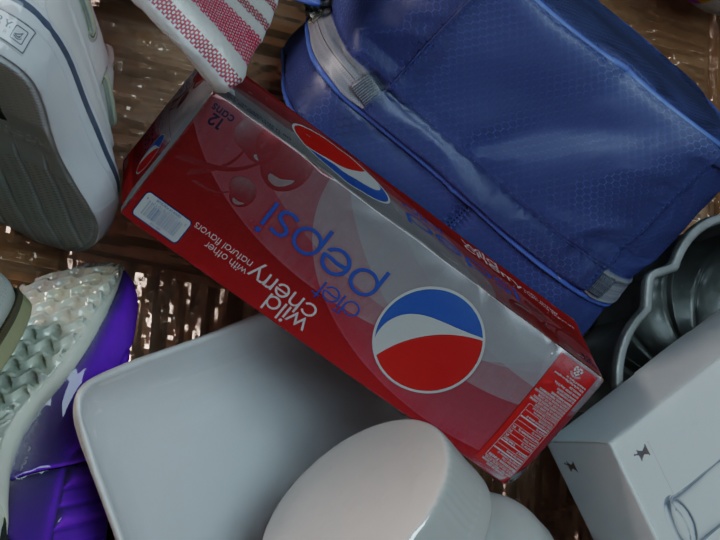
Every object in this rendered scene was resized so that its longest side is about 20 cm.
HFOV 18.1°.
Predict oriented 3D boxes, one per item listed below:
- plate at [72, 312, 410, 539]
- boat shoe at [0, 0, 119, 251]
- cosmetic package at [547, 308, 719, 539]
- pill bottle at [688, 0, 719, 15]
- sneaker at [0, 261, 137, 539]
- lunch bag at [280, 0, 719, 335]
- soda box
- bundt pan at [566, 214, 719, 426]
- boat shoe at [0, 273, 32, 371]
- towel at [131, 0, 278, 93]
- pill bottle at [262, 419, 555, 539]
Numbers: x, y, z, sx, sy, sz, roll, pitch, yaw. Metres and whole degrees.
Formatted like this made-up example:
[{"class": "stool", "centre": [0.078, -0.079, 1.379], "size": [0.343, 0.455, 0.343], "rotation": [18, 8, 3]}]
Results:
[{"class": "plate", "centre": [-0.028, 0.114, 0.948], "size": [0.199, 0.032, 0.201], "rotation": [-24, 100, -45]}, {"class": "boat shoe", "centre": [-0.120, -0.070, 0.882], "size": [0.073, 0.200, 0.067], "rotation": [23, 70, 4]}, {"class": "cosmetic package", "centre": [0.186, 0.121, 0.991], "size": [0.151, 0.052, 0.200], "rotation": [-34, 105, -27]}, {"class": "pill bottle", "centre": [0.165, -0.195, 1.113], "size": [0.200, 0.104, 0.104], "rotation": [34, 65, -17]}, {"class": "sneaker", "centre": [-0.130, 0.092, 0.916], "size": [0.100, 0.069, 0.201], "rotation": [54, 43, -36]}, {"class": "lunch bag", "centre": [0.053, -0.069, 0.993], "size": [0.200, 0.136, 0.132], "rotation": [37, 105, -14]}, {"class": "soda box", "centre": [0.000, 0.000, 0.911], "size": [0.200, 0.070, 0.063], "rotation": [37, 102, -15]}, {"class": "bundt pan", "centre": [0.174, 0.069, 1.059], "size": [0.201, 0.076, 0.203], "rotation": [2, 87, -33]}, {"class": "boat shoe", "centre": [-0.209, 0.058, 0.852], "size": [0.200, 0.075, 0.068], "rotation": [-47, 107, -27]}, {"class": "towel", "centre": [-0.081, -0.166, 0.882], "size": [0.146, 0.030, 0.200], "rotation": [46, 31, -20]}, {"class": "pill bottle", "centre": [0.051, 0.161, 0.921], "size": [0.200, 0.109, 0.110], "rotation": [51, 60, -28]}]
